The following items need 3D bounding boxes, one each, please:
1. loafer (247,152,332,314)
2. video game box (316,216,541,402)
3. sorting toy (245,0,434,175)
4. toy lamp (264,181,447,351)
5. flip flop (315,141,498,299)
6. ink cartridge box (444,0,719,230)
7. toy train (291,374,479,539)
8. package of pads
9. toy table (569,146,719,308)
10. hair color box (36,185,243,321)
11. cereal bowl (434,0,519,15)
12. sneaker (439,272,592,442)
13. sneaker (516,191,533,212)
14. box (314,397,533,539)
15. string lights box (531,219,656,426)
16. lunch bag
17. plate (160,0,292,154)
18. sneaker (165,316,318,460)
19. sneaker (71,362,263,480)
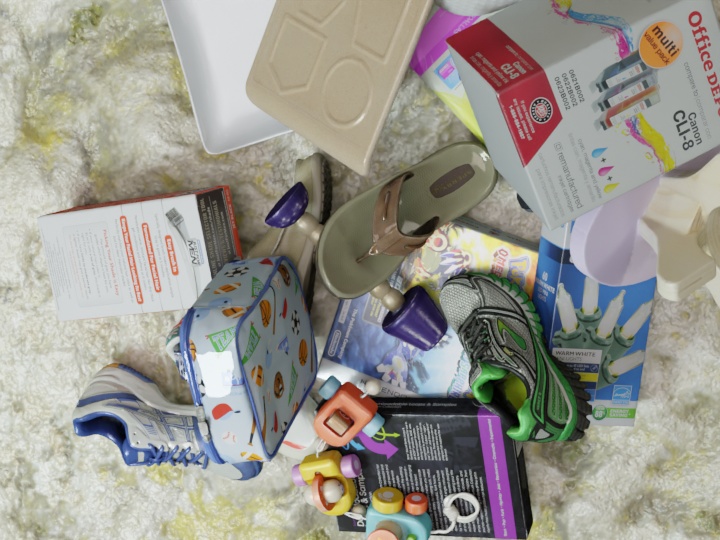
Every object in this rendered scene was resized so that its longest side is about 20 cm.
[{"bbox_3d":[-0.074,-0.020,1.705,0.068,0.076,0.201,12,103,4],"label":"loafer"},{"bbox_3d":[0.070,0.043,1.700,0.182,0.047,0.201,19,104,6],"label":"video game box"},{"bbox_3d":[-0.017,-0.212,1.605,0.185,0.036,0.201,35,115,39],"label":"sorting toy"},{"bbox_3d":[0.000,0.000,1.643,0.200,0.058,0.058,43,106,-10],"label":"toy lamp"},{"bbox_3d":[0.044,-0.050,1.595,0.200,0.058,0.081,-33,97,-7],"label":"flip flop"},{"bbox_3d":[0.203,-0.160,1.491,0.200,0.145,0.146,-27,120,-3],"label":"ink cartridge box"},{"bbox_3d":[0.010,0.203,1.676,0.200,0.056,0.150,44,123,-6],"label":"toy train"},{"bbox_3d":[0.146,-0.201,1.625,0.154,0.068,0.200,-43,92,16],"label":"package of pads"},{"bbox_3d":[0.299,-0.039,1.538,0.200,0.117,0.184,-39,131,-18],"label":"toy table"},{"bbox_3d":[-0.215,-0.016,1.718,0.199,0.064,0.111,-5,99,32],"label":"hair color box"},{"bbox_3d":[0.106,-0.331,1.545,0.200,0.200,0.083,-45,133,16],"label":"cereal bowl"},{"bbox_3d":[0.129,0.075,1.594,0.200,0.085,0.078,53,131,36],"label":"sneaker"},{"bbox_3d":[0.241,-0.081,1.592,0.200,0.074,0.088,-27,103,-14],"label":"sneaker"},{"bbox_3d":[0.062,0.192,1.705,0.199,0.036,0.143,-1,116,18],"label":"box"},{"bbox_3d":[0.216,0.042,1.640,0.102,0.059,0.201,3,103,-17],"label":"string lights box"},{"bbox_3d":[-0.102,0.085,1.607,0.075,0.200,0.161,-4,112,18],"label":"lunch bag"},{"bbox_3d":[-0.083,-0.232,1.691,0.199,0.032,0.200,-15,96,15],"label":"plate"},{"bbox_3d":[-0.118,0.124,1.731,0.200,0.093,0.070,44,106,2],"label":"sneaker"},{"bbox_3d":[-0.197,0.174,1.752,0.200,0.088,0.075,24,137,13],"label":"sneaker"}]
